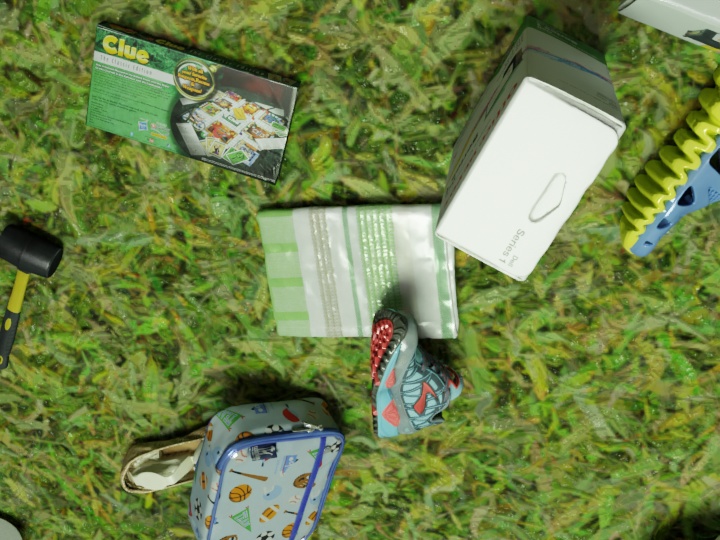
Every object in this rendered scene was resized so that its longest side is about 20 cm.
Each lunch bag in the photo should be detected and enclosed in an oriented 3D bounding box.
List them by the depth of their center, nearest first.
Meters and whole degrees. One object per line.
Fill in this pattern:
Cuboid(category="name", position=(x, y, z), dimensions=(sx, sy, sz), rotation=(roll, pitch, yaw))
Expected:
Cuboid(category="lunch bag", position=(-0.101, 0.230, 1.012), dimensions=(0.159, 0.076, 0.201), rotation=(0, 126, -29))

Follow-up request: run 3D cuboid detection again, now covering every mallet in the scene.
Cuboid(category="mallet", position=(-0.395, 0.032, 1.019), dimensions=(0.066, 0.041, 0.200), rotation=(32, 122, -8))

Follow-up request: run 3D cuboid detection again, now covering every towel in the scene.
Cuboid(category="towel", position=(0.000, 0.000, 0.931), dimensions=(0.199, 0.031, 0.150), rotation=(0, 115, 14))

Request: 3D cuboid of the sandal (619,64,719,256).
Cuboid(category="sandal", position=(0.305, -0.086, 0.796), dimensions=(0.087, 0.080, 0.200), rotation=(29, 120, -9))

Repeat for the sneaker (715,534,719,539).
Cuboid(category="sneaker", position=(0.470, 0.351, 0.989), dimensions=(0.199, 0.076, 0.106), rotation=(14, 120, 3))

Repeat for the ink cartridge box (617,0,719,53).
Cuboid(category="ink cartridge box", position=(0.319, -0.234, 0.687), dimensions=(0.199, 0.083, 0.147), rotation=(22, 97, 0))

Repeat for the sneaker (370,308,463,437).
Cuboid(category="sneaker", position=(0.058, 0.100, 0.927), dimensions=(0.095, 0.080, 0.200), rotation=(-3, 146, -1))

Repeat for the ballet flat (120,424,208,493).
Cuboid(category="ballet flat", position=(-0.194, 0.224, 1.059), dimensions=(0.199, 0.065, 0.071), rotation=(-19, 111, 19))

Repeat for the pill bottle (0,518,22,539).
Cuboid(category="pill bottle", position=(-0.510, 0.422, 1.194), dimensions=(0.119, 0.120, 0.201), rotation=(27, 119, -3))

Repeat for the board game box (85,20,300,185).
Cuboid(category="board game box", position=(-0.163, -0.160, 0.879), dimensions=(0.199, 0.023, 0.105), rotation=(18, 121, 1))

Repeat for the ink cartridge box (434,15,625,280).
Cuboid(category="ink cartridge box", position=(0.135, -0.107, 0.746), dimensions=(0.084, 0.200, 0.145), rotation=(27, 119, -4))
